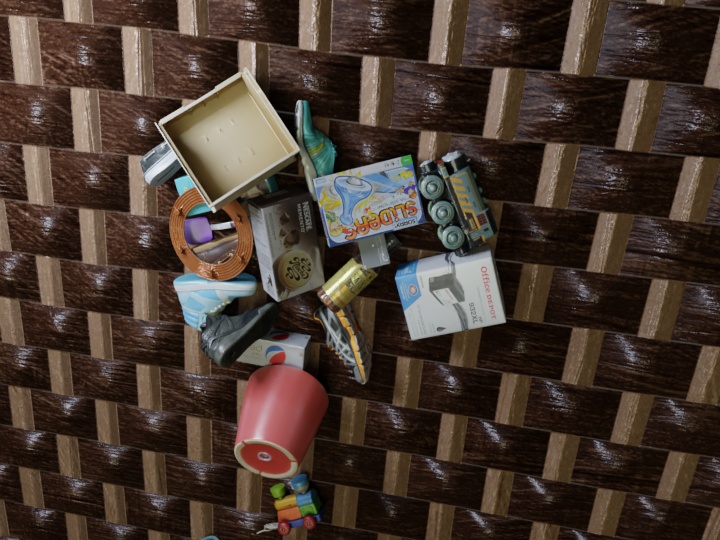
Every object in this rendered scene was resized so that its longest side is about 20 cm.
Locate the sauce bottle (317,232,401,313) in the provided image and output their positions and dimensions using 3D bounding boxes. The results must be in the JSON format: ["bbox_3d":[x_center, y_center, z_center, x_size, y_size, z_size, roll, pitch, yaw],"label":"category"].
[{"bbox_3d":[0.000,0.000,1.290,0.200,0.066,0.066,-44,98,5],"label":"sauce bottle"}]

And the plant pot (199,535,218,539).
[{"bbox_3d":[-0.376,0.836,1.623,0.199,0.201,0.197,-32,111,19],"label":"plant pot"}]

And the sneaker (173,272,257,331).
[{"bbox_3d":[-0.309,0.073,1.385,0.197,0.080,0.132,0,108,20],"label":"sneaker"}]

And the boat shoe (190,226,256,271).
[{"bbox_3d":[-0.269,-0.045,1.338,0.198,0.070,0.071,-18,99,24],"label":"boat shoe"}]

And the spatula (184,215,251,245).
[{"bbox_3d":[-0.290,-0.097,1.348,0.197,0.021,0.057,-9,106,12],"label":"spatula"}]

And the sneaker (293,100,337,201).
[{"bbox_3d":[-0.086,-0.240,1.244,0.079,0.078,0.202,-16,113,-3],"label":"sneaker"}]

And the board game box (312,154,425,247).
[{"bbox_3d":[0.017,-0.135,1.227,0.197,0.034,0.137,-15,97,-6],"label":"board game box"}]

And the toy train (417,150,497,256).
[{"bbox_3d":[0.187,-0.131,1.224,0.113,0.085,0.202,-24,103,4],"label":"toy train"}]

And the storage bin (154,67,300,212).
[{"bbox_3d":[-0.251,-0.248,1.192,0.199,0.094,0.200,-34,91,-8],"label":"storage bin"}]

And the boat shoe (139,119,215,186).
[{"bbox_3d":[-0.375,-0.256,1.277,0.199,0.072,0.071,-35,85,11],"label":"boat shoe"}]

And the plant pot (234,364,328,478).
[{"bbox_3d":[-0.182,0.337,1.373,0.198,0.178,0.202,8,132,9],"label":"plant pot"}]

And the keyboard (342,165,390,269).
[{"bbox_3d":[0.012,-0.106,1.258,0.056,0.011,0.203,-13,89,1],"label":"keyboard"}]

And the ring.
[{"bbox_3d":[-0.312,-0.074,1.294,0.198,0.019,0.203,6,109,17],"label":"ring"}]

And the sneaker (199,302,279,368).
[{"bbox_3d":[-0.267,0.115,1.346,0.113,0.199,0.077,28,138,23],"label":"sneaker"}]

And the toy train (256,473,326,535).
[{"bbox_3d":[-0.194,0.582,1.552,0.198,0.085,0.117,-20,95,16],"label":"toy train"}]

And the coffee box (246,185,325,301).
[{"bbox_3d":[-0.149,-0.056,1.273,0.112,0.080,0.203,-19,117,-26],"label":"coffee box"}]

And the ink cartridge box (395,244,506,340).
[{"bbox_3d":[0.185,0.045,1.282,0.197,0.084,0.147,-12,107,14],"label":"ink cartridge box"}]

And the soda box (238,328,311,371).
[{"bbox_3d":[-0.214,0.170,1.409,0.197,0.064,0.069,10,112,6],"label":"soda box"}]

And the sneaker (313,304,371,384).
[{"bbox_3d":[-0.035,0.155,1.370,0.076,0.078,0.202,-21,95,16],"label":"sneaker"}]

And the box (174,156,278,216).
[{"bbox_3d":[-0.277,-0.177,1.301,0.197,0.049,0.083,-12,108,14],"label":"box"}]
